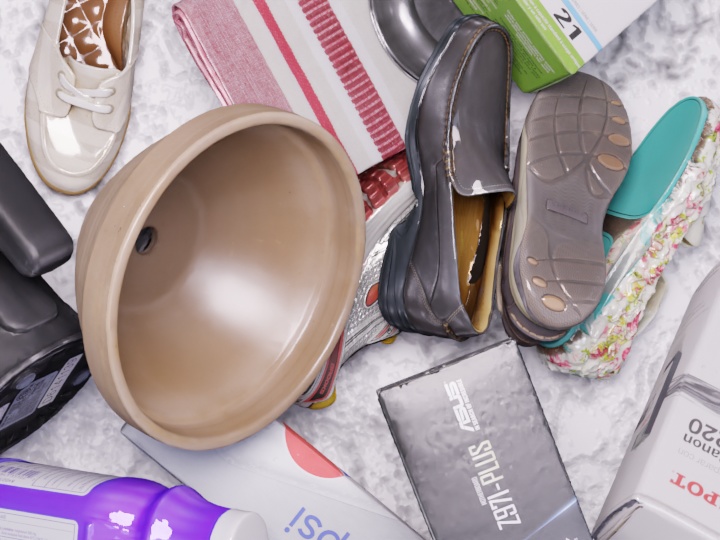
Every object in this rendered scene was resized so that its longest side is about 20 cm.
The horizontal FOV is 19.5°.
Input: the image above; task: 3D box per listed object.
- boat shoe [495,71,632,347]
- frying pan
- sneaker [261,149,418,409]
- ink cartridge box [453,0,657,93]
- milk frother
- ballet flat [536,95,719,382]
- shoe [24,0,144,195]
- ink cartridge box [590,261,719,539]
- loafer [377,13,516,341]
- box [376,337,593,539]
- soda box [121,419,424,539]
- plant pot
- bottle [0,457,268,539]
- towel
[{"bbox_3d":[0.117,-0.040,1.315,0.074,0.073,0.200,25,53,-12],"label":"boat shoe"},{"bbox_3d":[0.067,-0.203,1.347,0.115,0.031,0.191,24,69,-23],"label":"frying pan"},{"bbox_3d":[0.000,0.000,1.330,0.082,0.078,0.200,43,79,-26],"label":"sneaker"},{"bbox_3d":[0.142,-0.232,1.312,0.200,0.076,0.148,-41,99,-19],"label":"ink cartridge box"},{"bbox_3d":[-0.218,-0.014,1.292,0.188,0.200,0.181,49,116,13],"label":"milk frother"},{"bbox_3d":[0.180,-0.016,1.342,0.064,0.076,0.200,34,88,-30],"label":"ballet flat"},{"bbox_3d":[-0.175,-0.149,1.334,0.070,0.053,0.201,9,85,-2],"label":"shoe"},{"bbox_3d":[0.247,0.107,1.282,0.145,0.085,0.200,28,62,0],"label":"ink cartridge box"},{"bbox_3d":[0.069,-0.055,1.276,0.073,0.072,0.201,1,100,-43],"label":"loafer"},{"bbox_3d":[0.080,0.131,1.246,0.086,0.200,0.164,-21,87,2],"label":"box"},{"bbox_3d":[-0.051,0.137,1.303,0.200,0.063,0.068,39,84,1],"label":"soda box"},{"bbox_3d":[-0.096,-0.006,1.201,0.093,0.201,0.201,24,83,38],"label":"plant pot"},{"bbox_3d":[-0.152,0.155,1.257,0.199,0.083,0.066,5,91,27],"label":"bottle"},{"bbox_3d":[-0.008,-0.137,1.312,0.200,0.023,0.144,-30,93,-32],"label":"towel"}]
